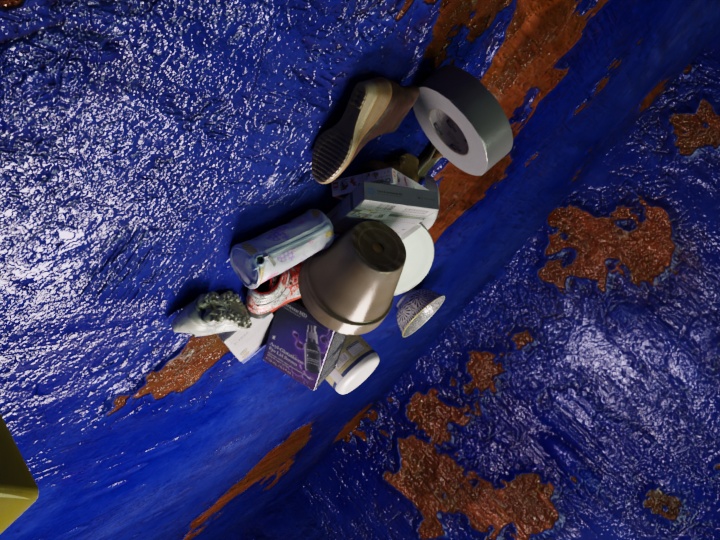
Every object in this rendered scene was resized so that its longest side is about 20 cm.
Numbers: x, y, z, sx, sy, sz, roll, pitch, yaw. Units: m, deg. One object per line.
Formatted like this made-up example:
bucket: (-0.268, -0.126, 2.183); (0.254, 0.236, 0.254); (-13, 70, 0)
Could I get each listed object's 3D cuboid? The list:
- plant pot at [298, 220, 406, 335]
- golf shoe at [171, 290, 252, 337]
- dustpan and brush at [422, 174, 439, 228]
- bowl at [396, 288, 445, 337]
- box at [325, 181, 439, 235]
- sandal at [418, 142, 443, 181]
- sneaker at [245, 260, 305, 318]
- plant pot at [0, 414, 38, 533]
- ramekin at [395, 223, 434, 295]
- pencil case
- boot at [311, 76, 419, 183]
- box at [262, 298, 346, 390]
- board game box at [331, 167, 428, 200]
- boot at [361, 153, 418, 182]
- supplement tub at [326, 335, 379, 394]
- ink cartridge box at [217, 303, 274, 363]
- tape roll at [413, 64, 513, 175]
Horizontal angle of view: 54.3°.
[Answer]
plant pot: (0.000, 0.000, 1.365); (0.200, 0.200, 0.174); (-30, 167, -39)
golf shoe: (-0.281, 0.088, 1.326); (0.097, 0.078, 0.200); (-27, 164, 14)
dustpan and brush: (0.147, -0.146, 1.583); (0.200, 0.057, 0.140); (-137, -125, -73)
bowl: (0.186, 0.126, 2.402); (0.201, 0.094, 0.201); (-39, 162, -15)
box: (0.035, -0.109, 1.355); (0.156, 0.041, 0.200); (5, 162, -23)
sandal: (0.181, -0.263, 1.540); (0.200, 0.055, 0.082); (-52, 161, 25)
sneaker: (-0.146, 0.014, 1.428); (0.201, 0.067, 0.108); (-34, 160, -27)
plant pot: (-0.568, 0.261, 0.868); (0.200, 0.200, 0.176); (-43, 151, -1)
ramekin: (0.057, -0.050, 1.559); (0.202, 0.094, 0.203); (-7, 123, -11)
pencil case: (-0.140, -0.044, 1.276); (0.200, 0.083, 0.091); (-31, 173, -39)
boot: (0.013, -0.233, 1.196); (0.166, 0.072, 0.200); (-14, 143, -55)
box: (-0.115, 0.139, 1.561); (0.104, 0.148, 0.200); (-42, 155, -53)
board game box: (0.044, -0.153, 1.380); (0.126, 0.035, 0.200); (-10, 170, 25)
boot: (0.064, -0.209, 1.425); (0.200, 0.073, 0.076); (7, 98, -63)
supplement tub: (-0.063, 0.208, 1.842); (0.144, 0.200, 0.144); (-39, 163, -15)
ink cartridge box: (-0.241, 0.133, 1.536); (0.119, 0.042, 0.200); (-41, 160, -12)
tape roll: (0.183, -0.271, 1.279); (0.066, 0.200, 0.200); (-41, 163, -9)
